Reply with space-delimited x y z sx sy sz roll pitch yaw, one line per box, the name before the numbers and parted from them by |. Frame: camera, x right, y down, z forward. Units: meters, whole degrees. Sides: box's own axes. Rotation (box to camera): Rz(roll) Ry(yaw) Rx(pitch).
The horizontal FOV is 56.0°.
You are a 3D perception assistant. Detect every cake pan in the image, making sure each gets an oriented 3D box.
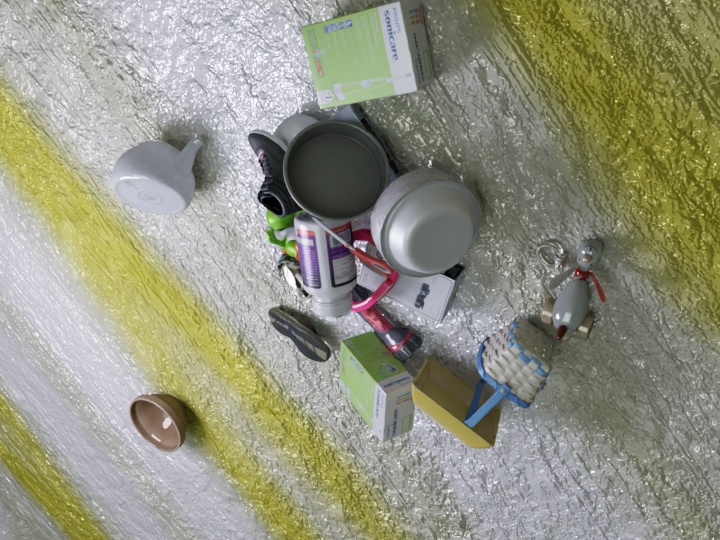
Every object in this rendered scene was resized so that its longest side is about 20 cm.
cake pan | -0.045 -0.182 1.264 0.200 0.200 0.037 43 164 2

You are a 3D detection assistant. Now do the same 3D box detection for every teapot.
teapot | -0.469 -0.228 1.557 0.199 0.147 0.198 11 155 -8

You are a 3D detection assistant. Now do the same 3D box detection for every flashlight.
flashlight | 0.045 0.112 1.494 0.200 0.068 0.068 46 104 1

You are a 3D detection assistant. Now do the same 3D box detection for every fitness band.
fitness band | 0.000 0.000 1.396 0.144 0.037 0.200 52 133 8

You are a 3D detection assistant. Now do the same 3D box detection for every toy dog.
toy dog | 0.383 0.048 1.229 0.131 0.096 0.201 0 117 31

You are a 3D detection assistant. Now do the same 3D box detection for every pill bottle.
pill bottle | -0.065 -0.016 1.341 0.111 0.111 0.201 6 113 28

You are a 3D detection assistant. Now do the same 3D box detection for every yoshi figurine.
yoshi figurine | -0.149 -0.089 1.456 0.200 0.112 0.112 23 87 50

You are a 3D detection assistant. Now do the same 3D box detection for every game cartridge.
game cartridge | -0.005 -0.218 1.348 0.133 0.042 0.200 -29 100 35

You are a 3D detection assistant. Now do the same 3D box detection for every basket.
basket | 0.283 0.205 1.333 0.139 0.176 0.200 42 119 -2

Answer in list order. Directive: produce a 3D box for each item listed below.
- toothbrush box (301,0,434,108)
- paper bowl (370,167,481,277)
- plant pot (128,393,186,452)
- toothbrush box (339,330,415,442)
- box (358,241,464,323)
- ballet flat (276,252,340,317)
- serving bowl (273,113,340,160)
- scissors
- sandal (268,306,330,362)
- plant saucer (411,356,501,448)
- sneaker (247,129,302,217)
toothbrush box | 0.013 -0.379 1.193 0.199 0.086 0.146 -3 112 32
paper bowl | 0.126 -0.077 1.239 0.199 0.104 0.202 -9 123 -14
plant pot | -0.597 0.445 2.062 0.200 0.093 0.202 16 125 24
toothbrush box | 0.035 0.256 1.512 0.200 0.086 0.146 46 142 47
box | 0.103 0.012 1.402 0.199 0.060 0.117 25 127 17
ballet flat | -0.121 0.042 1.551 0.200 0.074 0.074 49 130 -3
serving bowl | -0.118 -0.208 1.369 0.200 0.066 0.201 30 139 30
scissors | -0.020 -0.041 1.279 0.199 0.014 0.073 32 167 -17
sandal | -0.142 0.143 1.636 0.201 0.057 0.080 37 137 27
plant saucer | 0.193 0.282 1.414 0.200 0.200 0.049 37 107 7
sneaker | -0.174 -0.187 1.309 0.200 0.099 0.071 49 146 9
